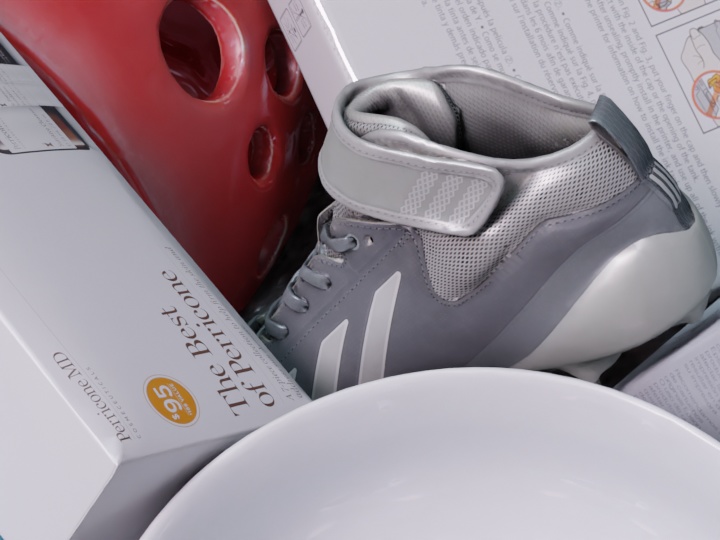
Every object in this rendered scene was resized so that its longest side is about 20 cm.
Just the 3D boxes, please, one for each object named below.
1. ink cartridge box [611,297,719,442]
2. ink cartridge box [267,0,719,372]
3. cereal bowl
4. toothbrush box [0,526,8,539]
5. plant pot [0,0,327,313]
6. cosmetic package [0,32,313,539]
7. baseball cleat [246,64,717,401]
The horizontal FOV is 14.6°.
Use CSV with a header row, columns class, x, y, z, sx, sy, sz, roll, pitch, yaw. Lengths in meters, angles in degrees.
class,x,y,z,sx,sy,sz,roll,pitch,yaw
ink cartridge box,0.177,-0.030,0.751,0.200,0.041,0.200,-37,-4,-28
ink cartridge box,0.070,-0.081,0.882,0.176,0.200,0.045,-22,-8,-18
cereal bowl,0.030,0.130,0.701,0.200,0.083,0.200,-1,57,2
toothbrush box,-0.155,0.073,0.794,0.146,0.085,0.200,-48,28,28
plant pot,-0.097,-0.068,0.951,0.200,0.201,0.183,5,37,34
cosmetic package,-0.105,-0.011,0.760,0.083,0.051,0.200,-14,55,-49
baseball cleat,0.000,0.000,0.791,0.200,0.106,0.070,-23,26,28
